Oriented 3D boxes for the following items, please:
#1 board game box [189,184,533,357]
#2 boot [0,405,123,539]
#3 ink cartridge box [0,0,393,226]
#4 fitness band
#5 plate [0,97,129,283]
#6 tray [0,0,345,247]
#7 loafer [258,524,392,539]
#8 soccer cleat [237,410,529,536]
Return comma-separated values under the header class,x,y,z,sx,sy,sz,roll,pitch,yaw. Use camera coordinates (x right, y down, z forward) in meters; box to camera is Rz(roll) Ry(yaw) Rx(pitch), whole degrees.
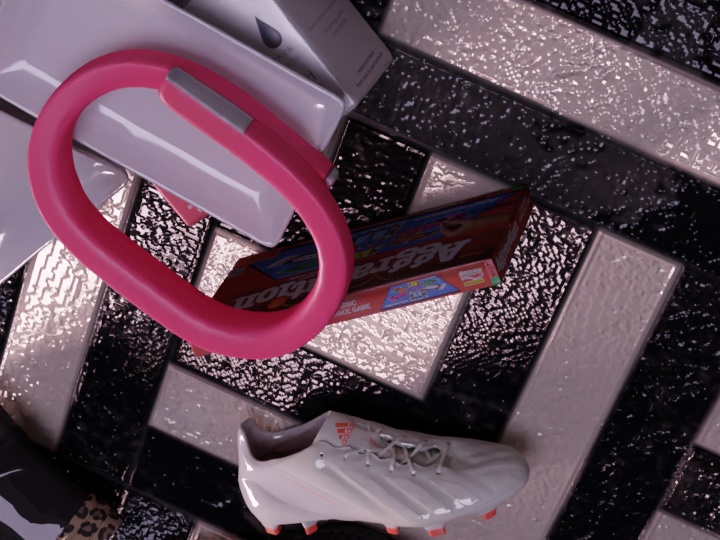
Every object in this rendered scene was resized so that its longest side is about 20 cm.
class,x,y,z,sx,sy,sz,roll,pitch,yaw
board game box,0.000,0.000,1.123,0.199,0.103,0.020,-14,113,23
boot,-0.270,0.185,1.323,0.150,0.073,0.200,39,115,-6
ink cartridge box,-0.102,-0.150,1.087,0.145,0.085,0.200,-33,102,28
fitness band,-0.093,-0.036,1.052,0.200,0.037,0.144,38,125,-4
plate,-0.267,-0.073,1.153,0.199,0.033,0.199,28,145,-26
tray,-0.112,-0.104,1.052,0.199,0.022,0.108,29,123,0
loafer,-0.047,0.222,1.281,0.198,0.073,0.071,-3,127,24
soccer cleat,0.009,0.125,1.209,0.198,0.069,0.078,-6,112,23
